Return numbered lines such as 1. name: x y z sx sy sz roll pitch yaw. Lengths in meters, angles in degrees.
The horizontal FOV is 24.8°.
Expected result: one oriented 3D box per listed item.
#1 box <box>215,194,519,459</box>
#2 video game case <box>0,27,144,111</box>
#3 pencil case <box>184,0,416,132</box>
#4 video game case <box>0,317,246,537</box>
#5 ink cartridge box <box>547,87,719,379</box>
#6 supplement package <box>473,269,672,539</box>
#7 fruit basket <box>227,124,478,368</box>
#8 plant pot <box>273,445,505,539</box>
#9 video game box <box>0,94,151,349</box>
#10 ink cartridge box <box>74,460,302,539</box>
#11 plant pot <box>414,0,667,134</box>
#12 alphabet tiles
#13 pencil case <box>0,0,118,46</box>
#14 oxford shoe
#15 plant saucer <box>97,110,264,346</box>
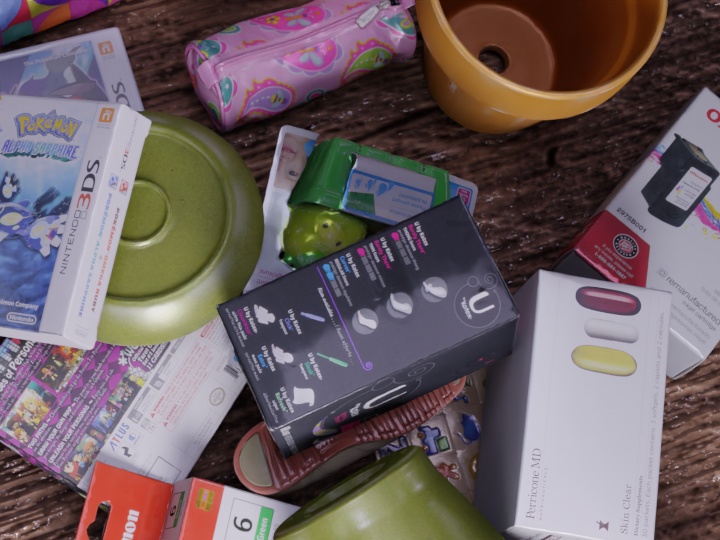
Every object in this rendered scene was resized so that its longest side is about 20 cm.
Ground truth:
1. box: 0.008 0.045 1.225 0.199 0.122 0.107 -25 75 -4
2. video game case: -0.270 -0.096 1.355 0.199 0.023 0.183 -16 78 -14
3. pencil case: -0.047 -0.187 1.390 0.199 0.087 0.088 -22 79 -15
4. video game case: -0.190 0.079 1.302 0.181 0.036 0.201 34 71 -9
5. ink cartridge box: 0.281 -0.034 1.406 0.146 0.083 0.200 40 72 3
6. supplement package: 0.163 0.121 1.295 0.110 0.156 0.201 9 73 -7
7. fruit basket: 0.000 0.000 1.331 0.184 0.094 0.201 16 75 -19
8. plant pot: 0.037 0.241 1.208 0.200 0.200 0.194 -30 90 -17
9. video game box: -0.271 -0.043 1.255 0.199 0.047 0.183 6 75 27
10. ink cartridge box: -0.117 0.220 1.254 0.199 0.050 0.110 20 71 -21
11. plant pot: 0.131 -0.203 1.373 0.199 0.183 0.202 3 73 -11
12. alphabet tiles: 0.094 0.147 1.361 0.166 0.008 0.201 -15 77 -14
13. pencil case: -0.232 -0.261 1.378 0.199 0.088 0.089 -27 81 -15
14. oxford shoe: -0.009 0.118 1.308 0.199 0.074 0.071 -24 73 -6
15. plant saucer: -0.175 -0.041 1.287 0.198 0.031 0.201 0 69 -1
